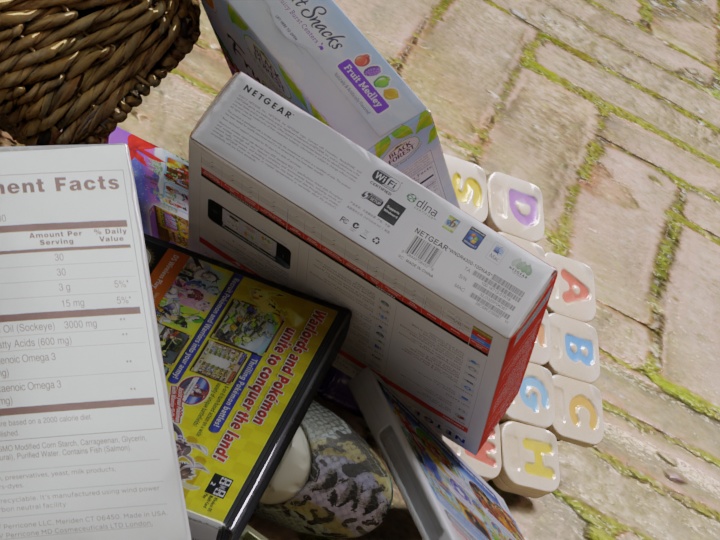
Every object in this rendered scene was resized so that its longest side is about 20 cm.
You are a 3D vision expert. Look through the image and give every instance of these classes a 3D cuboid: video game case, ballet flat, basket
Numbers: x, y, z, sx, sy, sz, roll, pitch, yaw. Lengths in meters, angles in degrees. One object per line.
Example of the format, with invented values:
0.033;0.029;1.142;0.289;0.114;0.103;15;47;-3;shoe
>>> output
-0.117;0.050;1.394;0.180;0.026;0.200;20;36;6;video game case
-0.075;0.080;1.441;0.200;0.072;0.072;33;22;24;ballet flat
-0.192;-0.167;1.603;0.149;0.143;0.200;46;-6;-20;basket
0.065;0.151;1.459;0.143;0.018;0.200;45;11;-36;video game case

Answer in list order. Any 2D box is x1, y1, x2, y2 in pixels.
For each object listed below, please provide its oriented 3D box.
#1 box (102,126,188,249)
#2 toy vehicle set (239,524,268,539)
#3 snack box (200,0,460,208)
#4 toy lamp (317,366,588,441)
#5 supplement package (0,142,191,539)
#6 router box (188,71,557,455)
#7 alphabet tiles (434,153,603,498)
-0.101;-0.005;1.628;0.136;0.039;0.200;26;23;-13;box
-0.086;0.168;1.297;0.124;0.027;0.200;34;23;10;toy vehicle set
-0.019;-0.097;1.541;0.200;0.053;0.143;51;-11;34;snack box
0.050;0.068;1.640;0.199;0.058;0.058;12;28;-40;toy lamp
-0.151;0.060;1.181;0.117;0.117;0.201;-4;68;-18;supplement package
0.000;0.000;1.476;0.199;0.049;0.180;32;-21;9;router box
0.076;0.031;1.631;0.195;0.015;0.201;18;61;-40;alphabet tiles
